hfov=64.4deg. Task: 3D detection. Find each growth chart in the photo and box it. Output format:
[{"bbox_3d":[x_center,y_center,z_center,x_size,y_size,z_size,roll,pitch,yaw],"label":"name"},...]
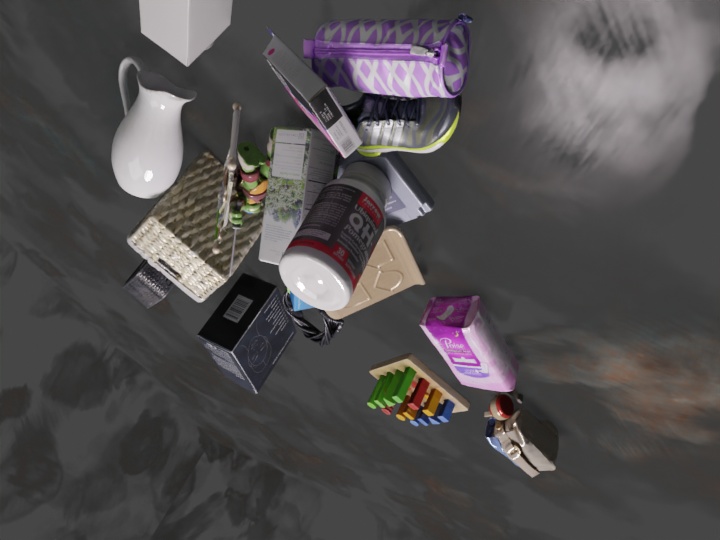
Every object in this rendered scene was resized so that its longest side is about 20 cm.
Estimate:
[{"bbox_3d":[-0.212,-0.148,0.911,0.017,0.148,0.203,7,138,-17],"label":"growth chart"}]

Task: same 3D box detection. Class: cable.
[{"bbox_3d":[-0.125,0.112,1.373,0.161,0.051,0.200,36,151,-4],"label":"cable"}]

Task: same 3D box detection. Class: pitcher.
[{"bbox_3d":[-0.380,-0.250,1.003,0.170,0.120,0.204,39,120,22],"label":"pitcher"}]

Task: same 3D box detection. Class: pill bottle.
[{"bbox_3d":[-0.027,-0.056,0.808,0.107,0.204,0.113,18,145,13],"label":"pill bottle"}]

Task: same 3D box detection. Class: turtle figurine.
[{"bbox_3d":[-0.155,-0.125,0.976,0.138,0.206,0.196,1,149,-15],"label":"turtle figurine"}]

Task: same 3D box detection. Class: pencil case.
[{"bbox_3d":[0.033,-0.247,0.663,0.195,0.085,0.087,14,115,33],"label":"pencil case"}]

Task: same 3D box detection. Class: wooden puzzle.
[{"bbox_3d":[0.000,0.000,0.987,0.194,0.048,0.186,-20,145,10],"label":"wooden puzzle"}]

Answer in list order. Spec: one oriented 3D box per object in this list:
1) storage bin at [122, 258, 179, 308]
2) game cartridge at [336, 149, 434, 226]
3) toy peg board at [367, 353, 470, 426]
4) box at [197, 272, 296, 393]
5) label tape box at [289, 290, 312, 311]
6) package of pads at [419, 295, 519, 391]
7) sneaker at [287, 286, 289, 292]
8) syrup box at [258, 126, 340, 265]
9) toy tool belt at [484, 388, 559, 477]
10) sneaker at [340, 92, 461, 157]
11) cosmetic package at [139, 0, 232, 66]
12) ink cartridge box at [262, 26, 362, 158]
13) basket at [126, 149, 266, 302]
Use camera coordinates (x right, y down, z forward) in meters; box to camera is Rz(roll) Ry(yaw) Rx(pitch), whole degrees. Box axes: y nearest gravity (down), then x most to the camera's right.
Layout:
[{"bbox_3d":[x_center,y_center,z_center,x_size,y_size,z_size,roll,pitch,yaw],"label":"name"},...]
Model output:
[{"bbox_3d":[-0.554,0.009,1.555,0.094,0.137,0.198,42,149,-20],"label":"storage bin"},{"bbox_3d":[0.013,-0.126,0.912,0.133,0.042,0.197,44,149,-24],"label":"game cartridge"},{"bbox_3d":[0.122,0.314,1.374,0.198,0.099,0.199,40,150,-11],"label":"toy peg board"},{"bbox_3d":[-0.276,0.157,1.433,0.121,0.203,0.200,17,147,26],"label":"box"},{"bbox_3d":[-0.037,0.001,1.076,0.193,0.068,0.145,-12,153,-14],"label":"label tape box"},{"bbox_3d":[0.206,0.139,1.062,0.118,0.077,0.202,-4,134,42],"label":"package of pads"},{"bbox_3d":[-0.108,-0.012,1.173,0.081,0.079,0.202,12,152,0],"label":"sneaker"},{"bbox_3d":[-0.092,-0.108,0.872,0.077,0.208,0.080,11,-173,34],"label":"syrup box"},{"bbox_3d":[0.316,0.345,1.206,0.199,0.127,0.122,41,141,-13],"label":"toy tool belt"},{"bbox_3d":[0.041,-0.192,0.725,0.196,0.077,0.079,-3,167,44],"label":"sneaker"},{"bbox_3d":[-0.212,-0.374,0.704,0.083,0.109,0.201,33,149,-2],"label":"cosmetic package"},{"bbox_3d":[-0.070,-0.230,0.726,0.095,0.037,0.202,49,-174,-48],"label":"ink cartridge box"},{"bbox_3d":[-0.314,-0.085,1.126,0.198,0.203,0.159,42,147,-17],"label":"basket"}]
